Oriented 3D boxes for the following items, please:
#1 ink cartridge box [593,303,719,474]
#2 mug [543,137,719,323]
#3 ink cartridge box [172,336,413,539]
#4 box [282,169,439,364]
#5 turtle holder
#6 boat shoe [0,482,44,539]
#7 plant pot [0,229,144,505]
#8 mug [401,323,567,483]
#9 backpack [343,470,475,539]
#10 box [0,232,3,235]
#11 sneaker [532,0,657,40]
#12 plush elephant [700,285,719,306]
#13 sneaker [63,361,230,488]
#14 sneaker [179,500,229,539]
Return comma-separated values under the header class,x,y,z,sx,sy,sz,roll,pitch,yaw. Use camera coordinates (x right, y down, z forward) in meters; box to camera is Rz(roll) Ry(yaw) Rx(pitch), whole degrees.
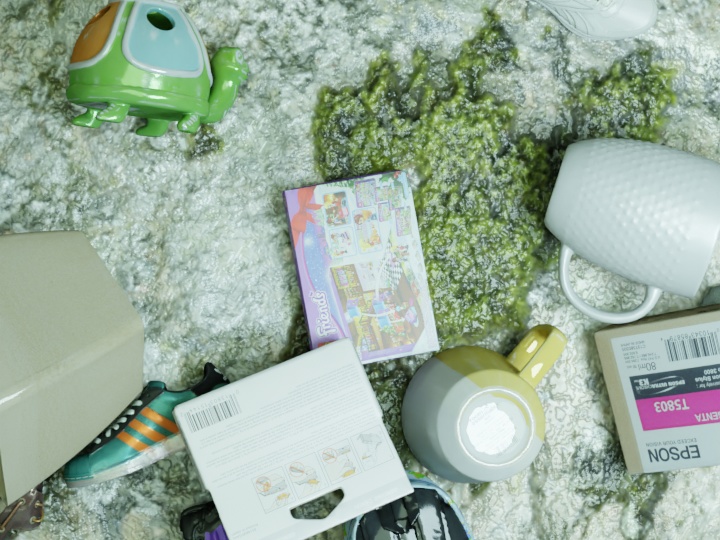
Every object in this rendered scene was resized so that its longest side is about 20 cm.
class,x,y,z,sx,sy,sz,roll,pitch,yaw
ink cartridge box,0.362,0.122,1.695,0.075,0.200,0.165,-15,91,-49
mug,0.284,-0.042,1.710,0.175,0.148,0.200,18,96,7
ink cartridge box,-0.070,0.186,1.652,0.200,0.045,0.177,-21,83,-13
box,0.000,0.000,1.726,0.137,0.039,0.200,-10,92,-7
turtle holder,-0.207,-0.208,1.650,0.185,0.141,0.132,5,89,-6
boat shoe,-0.362,0.243,1.673,0.072,0.072,0.200,43,86,-17
plant pot,-0.324,0.074,1.594,0.177,0.200,0.200,-26,62,-24
mug,0.130,0.140,1.686,0.149,0.153,0.187,9,89,-6
backpack,0.053,0.314,1.694,0.163,0.154,0.200,-19,111,-3
box,-0.469,-0.065,1.669,0.200,0.041,0.039,28,87,-7
sneaker,0.231,-0.305,1.722,0.200,0.099,0.078,20,88,-7
plush elephant,0.484,0.023,1.717,0.200,0.155,0.165,2,120,-18
sneaker,-0.227,0.162,1.688,0.200,0.071,0.080,-24,90,-12
sneaker,-0.139,0.264,1.696,0.099,0.070,0.200,24,87,-4
